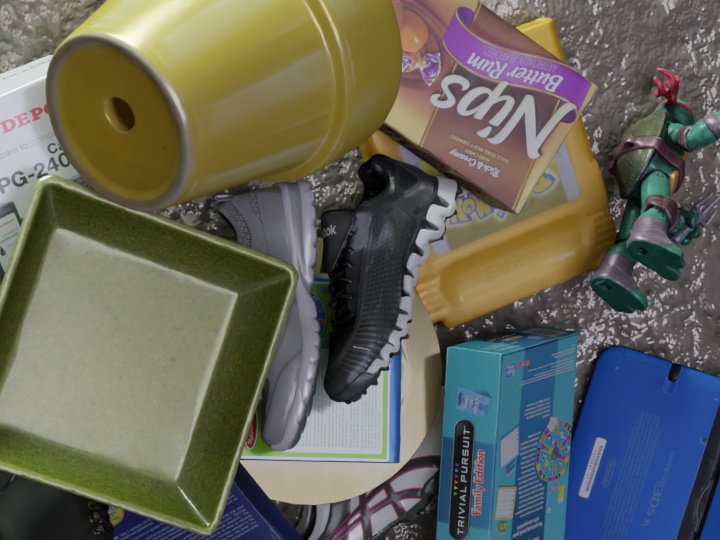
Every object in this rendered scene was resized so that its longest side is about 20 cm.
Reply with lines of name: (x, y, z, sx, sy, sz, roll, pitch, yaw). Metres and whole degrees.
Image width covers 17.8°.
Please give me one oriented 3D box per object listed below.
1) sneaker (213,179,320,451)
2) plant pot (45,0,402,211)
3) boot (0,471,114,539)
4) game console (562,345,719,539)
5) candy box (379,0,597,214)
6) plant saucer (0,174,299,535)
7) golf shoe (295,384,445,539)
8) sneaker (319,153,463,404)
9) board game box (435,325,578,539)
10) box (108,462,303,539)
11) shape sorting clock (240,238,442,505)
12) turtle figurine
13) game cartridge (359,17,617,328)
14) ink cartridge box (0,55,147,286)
sneaker: (-0.071, 0.034, 1.671, 0.082, 0.075, 0.200, -1, 73, -2)
plant pot: (-0.105, -0.137, 1.566, 0.189, 0.201, 0.201, -35, 110, -43)
boot: (-0.182, 0.143, 1.639, 0.200, 0.138, 0.077, -37, 140, -3)
game console: (0.253, 0.176, 1.862, 0.171, 0.118, 0.200, 18, 92, 11)
candy box: (0.063, -0.142, 1.701, 0.200, 0.056, 0.117, 34, 87, -19)
plant saucer: (-0.166, 0.059, 1.587, 0.200, 0.048, 0.200, 21, 82, -21)
golf shoe: (0.009, 0.164, 1.749, 0.088, 0.077, 0.200, 34, 85, -11)
sneaker: (0.000, 0.000, 1.676, 0.090, 0.066, 0.200, 31, 65, -18)
board game box: (0.111, 0.150, 1.748, 0.151, 0.047, 0.200, -9, 105, -62)
box: (-0.104, 0.217, 1.709, 0.121, 0.032, 0.200, -30, 110, 21)
shape sorting clock: (-0.038, 0.075, 1.721, 0.200, 0.039, 0.200, 1, 83, -11)
turtle figurine: (0.241, -0.069, 1.778, 0.101, 0.150, 0.200, 21, 57, 9)
game cartridge: (0.098, -0.072, 1.767, 0.176, 0.032, 0.200, -23, 103, -14)
ink cartridge box: (-0.237, -0.034, 1.630, 0.145, 0.083, 0.200, -25, 105, -14)
